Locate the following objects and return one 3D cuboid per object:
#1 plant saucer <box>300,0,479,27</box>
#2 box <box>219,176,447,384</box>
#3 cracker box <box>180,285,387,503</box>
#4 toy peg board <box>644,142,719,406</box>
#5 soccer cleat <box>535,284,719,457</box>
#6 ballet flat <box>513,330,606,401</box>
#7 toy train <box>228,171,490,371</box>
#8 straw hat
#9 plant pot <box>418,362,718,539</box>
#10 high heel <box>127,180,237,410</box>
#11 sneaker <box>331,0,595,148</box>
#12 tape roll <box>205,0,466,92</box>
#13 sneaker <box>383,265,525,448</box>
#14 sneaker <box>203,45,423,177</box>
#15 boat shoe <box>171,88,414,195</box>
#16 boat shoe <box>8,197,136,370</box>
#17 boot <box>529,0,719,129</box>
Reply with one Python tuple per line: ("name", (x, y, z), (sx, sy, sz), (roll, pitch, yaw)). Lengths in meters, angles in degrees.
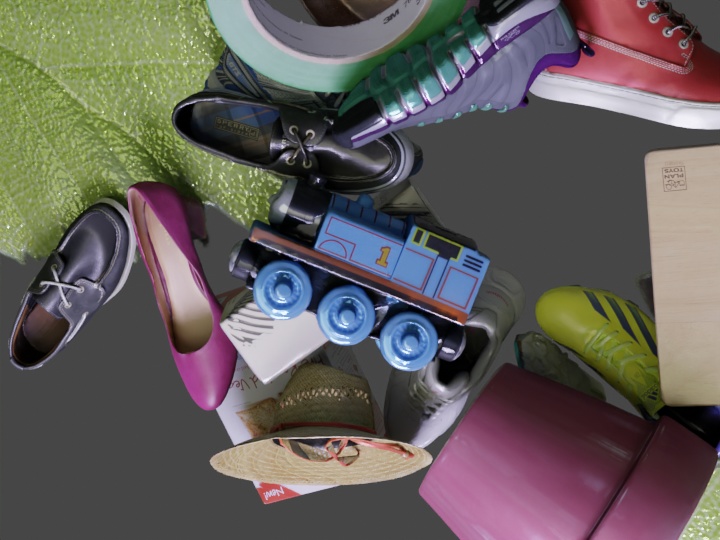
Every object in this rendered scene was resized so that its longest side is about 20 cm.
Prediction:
("plant saucer", (0.035, -0.262, 1.019), (0.198, 0.035, 0.202), (8, 116, 16))
("box", (-0.019, 0.006, 1.098), (0.199, 0.082, 0.069), (-36, 100, 5))
("cracker box", (-0.068, 0.109, 1.215), (0.133, 0.058, 0.201), (-18, 108, 24))
("toy peg board", (0.333, -0.005, 1.018), (0.198, 0.098, 0.202), (-3, 98, 20))
("soccer cleat", (0.232, 0.082, 1.084), (0.199, 0.084, 0.065), (35, 120, 0))
("ballet flat", (0.190, 0.130, 1.137), (0.071, 0.072, 0.201), (-10, 118, 23))
("toy train", (0.000, 0.000, 1.017), (0.198, 0.087, 0.115), (22, 92, -6))
("straw hat", (-0.032, 0.126, 1.129), (0.199, 0.201, 0.086), (-9, 69, 22))
("plant pot", (0.153, 0.175, 1.027), (0.178, 0.200, 0.201), (34, 121, 12))
("high heel", (-0.165, 0.023, 1.138), (0.067, 0.096, 0.202), (-20, 75, 23))
("sneaker", (0.076, -0.132, 0.968), (0.199, 0.075, 0.088), (-32, 122, 19))
("tape roll", (-0.017, -0.228, 0.958), (0.198, 0.048, 0.202), (-4, 131, -4))
("sneaker", (0.067, 0.089, 1.135), (0.077, 0.099, 0.201), (29, 120, 4))
("sneaker", (-0.035, -0.139, 1.079), (0.198, 0.077, 0.086), (25, 116, 6))
("boat shoe", (-0.057, -0.101, 1.032), (0.198, 0.057, 0.069), (13, 103, 16))
("boat shoe", (-0.276, 0.017, 1.240), (0.072, 0.068, 0.200), (38, 119, 0))
("boot", (0.228, -0.189, 0.968), (0.198, 0.072, 0.146), (13, 116, 17))
